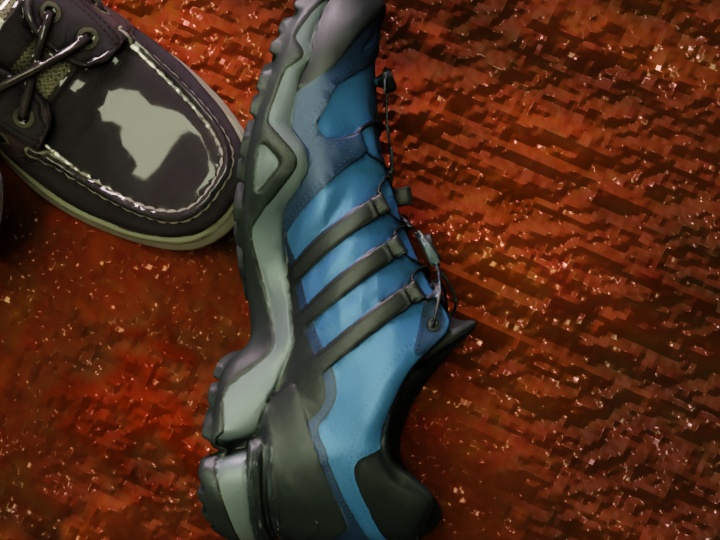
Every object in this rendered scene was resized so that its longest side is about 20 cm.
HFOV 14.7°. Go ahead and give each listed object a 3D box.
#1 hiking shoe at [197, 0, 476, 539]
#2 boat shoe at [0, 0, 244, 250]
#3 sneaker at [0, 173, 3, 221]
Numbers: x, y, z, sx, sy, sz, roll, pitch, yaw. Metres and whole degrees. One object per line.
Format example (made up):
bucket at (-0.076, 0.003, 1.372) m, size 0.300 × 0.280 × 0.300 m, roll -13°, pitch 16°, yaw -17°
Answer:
hiking shoe at (0.000, 0.000, 0.971) m, size 0.087 × 0.074 × 0.200 m, roll 7°, pitch 90°, yaw 8°
boat shoe at (-0.124, -0.079, 1.014) m, size 0.200 × 0.065 × 0.072 m, roll 41°, pitch 91°, yaw 18°
sneaker at (-0.223, -0.035, 1.012) m, size 0.200 × 0.082 × 0.075 m, roll 14°, pitch 112°, yaw 22°
